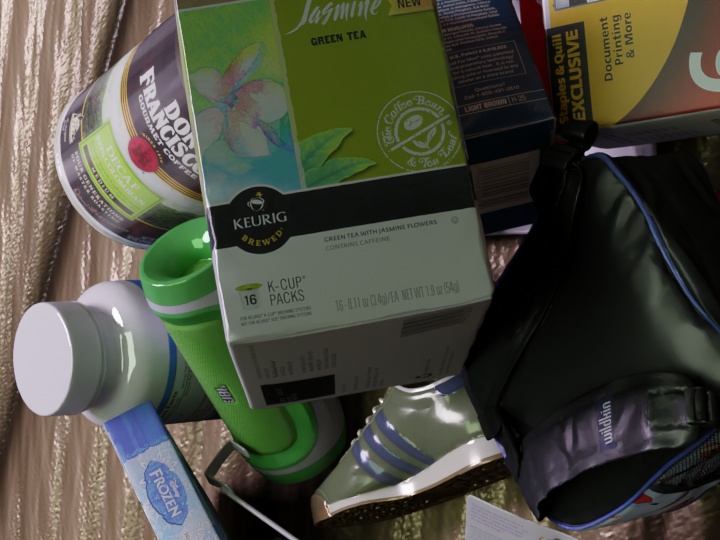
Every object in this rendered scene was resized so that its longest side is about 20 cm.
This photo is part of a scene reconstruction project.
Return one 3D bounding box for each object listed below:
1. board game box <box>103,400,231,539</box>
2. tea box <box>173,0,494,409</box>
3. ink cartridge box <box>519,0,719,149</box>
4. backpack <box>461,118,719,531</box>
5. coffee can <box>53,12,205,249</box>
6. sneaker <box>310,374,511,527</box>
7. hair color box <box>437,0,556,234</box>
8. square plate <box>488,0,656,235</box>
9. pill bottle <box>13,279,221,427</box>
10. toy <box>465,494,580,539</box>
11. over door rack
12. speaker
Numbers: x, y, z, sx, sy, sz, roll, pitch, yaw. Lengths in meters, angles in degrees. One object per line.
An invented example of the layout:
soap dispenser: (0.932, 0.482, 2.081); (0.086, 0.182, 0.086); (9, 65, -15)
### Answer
board game box: (-0.111, 0.219, 1.083); (0.199, 0.043, 0.200); (60, 172, 25)
tea box: (-0.018, -0.044, 0.790); (0.200, 0.133, 0.197); (95, 164, -76)
ink cartridge box: (0.155, -0.175, 0.832); (0.175, 0.084, 0.200); (-7, 85, 29)
backpack: (0.151, 0.047, 0.818); (0.191, 0.154, 0.200); (-50, 49, 39)
coffee can: (-0.122, -0.115, 1.107); (0.200, 0.146, 0.147); (-27, 71, 48)
sneaker: (0.037, 0.114, 1.010); (0.200, 0.067, 0.090); (-28, 62, 43)
hair color box: (0.060, -0.130, 0.870); (0.100, 0.060, 0.200); (83, 173, -57)
square plate: (0.112, -0.121, 0.944); (0.198, 0.028, 0.200); (0, 90, 43)
pill bottle: (-0.155, 0.062, 1.111); (0.112, 0.200, 0.113); (-1, 89, 47)
toy: (0.121, 0.212, 0.881); (0.115, 0.047, 0.200); (20, 133, 24)
over door rack: (-0.041, 0.235, 1.034); (0.200, 0.067, 0.148); (41, 158, 38)
speaker: (-0.080, 0.060, 1.042); (0.088, 0.088, 0.200); (16, 142, 46)
